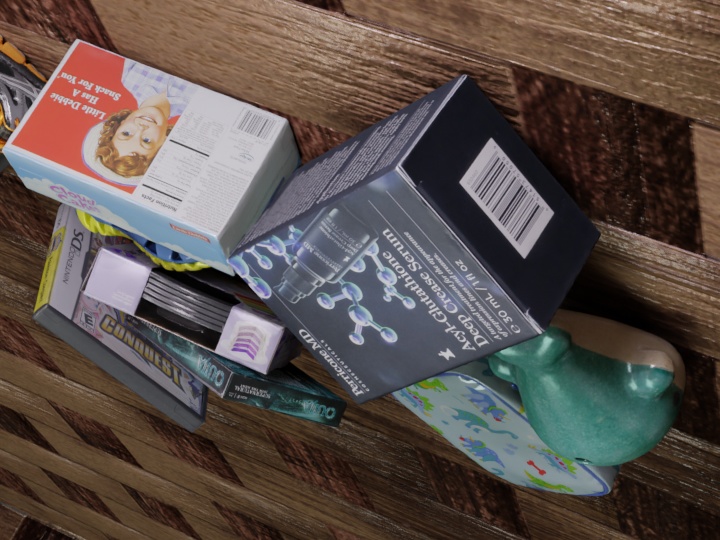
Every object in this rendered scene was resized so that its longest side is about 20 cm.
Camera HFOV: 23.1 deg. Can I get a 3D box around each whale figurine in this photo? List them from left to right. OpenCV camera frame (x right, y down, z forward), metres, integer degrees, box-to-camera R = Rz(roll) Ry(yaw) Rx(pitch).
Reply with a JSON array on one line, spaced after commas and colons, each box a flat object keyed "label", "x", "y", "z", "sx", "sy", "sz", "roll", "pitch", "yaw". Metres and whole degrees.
[{"label": "whale figurine", "x": 0.161, "y": 0.086, "z": 1.324, "sx": 0.158, "sy": 0.104, "sz": 0.200, "roll": 4, "pitch": 165, "yaw": 36}]

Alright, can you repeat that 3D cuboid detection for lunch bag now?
[{"label": "lunch bag", "x": 0.132, "y": 0.116, "z": 1.516, "sx": 0.200, "sy": 0.083, "sz": 0.161, "roll": 38, "pitch": 159, "yaw": -23}]

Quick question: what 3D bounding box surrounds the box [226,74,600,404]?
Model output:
[{"label": "box", "x": 0.033, "y": -0.016, "z": 1.199, "sx": 0.149, "sy": 0.107, "sz": 0.200, "roll": 47, "pitch": 141, "yaw": -14}]

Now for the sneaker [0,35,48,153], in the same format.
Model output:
[{"label": "sneaker", "x": -0.274, "y": -0.122, "z": 1.475, "sx": 0.199, "sy": 0.077, "sz": 0.078, "roll": 30, "pitch": 130, "yaw": -5}]

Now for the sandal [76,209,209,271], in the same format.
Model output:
[{"label": "sandal", "x": -0.188, "y": -0.060, "z": 1.545, "sx": 0.199, "sy": 0.080, "sz": 0.087, "roll": 15, "pitch": 152, "yaw": 31}]

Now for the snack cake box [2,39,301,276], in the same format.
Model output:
[{"label": "snack cake box", "x": -0.162, "y": -0.090, "z": 1.374, "sx": 0.199, "sy": 0.115, "sz": 0.067, "roll": 23, "pitch": 159, "yaw": 18}]

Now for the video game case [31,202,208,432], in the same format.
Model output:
[{"label": "video game case", "x": -0.223, "y": 0.039, "z": 1.711, "sx": 0.025, "sy": 0.181, "sz": 0.200, "roll": -38, "pitch": 118, "yaw": 25}]

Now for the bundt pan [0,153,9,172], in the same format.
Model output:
[{"label": "bundt pan", "x": -0.403, "y": -0.137, "z": 1.574, "sx": 0.202, "sy": 0.076, "sz": 0.202, "roll": 37, "pitch": 174, "yaw": 4}]

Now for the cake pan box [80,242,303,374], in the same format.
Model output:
[{"label": "cake pan box", "x": -0.145, "y": 0.032, "z": 1.614, "sx": 0.183, "sy": 0.053, "sz": 0.200, "roll": 22, "pitch": -175, "yaw": 7}]

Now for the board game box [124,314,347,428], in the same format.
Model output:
[{"label": "board game box", "x": -0.118, "y": 0.084, "z": 1.632, "sx": 0.135, "sy": 0.028, "sz": 0.200, "roll": 18, "pitch": -172, "yaw": -37}]
